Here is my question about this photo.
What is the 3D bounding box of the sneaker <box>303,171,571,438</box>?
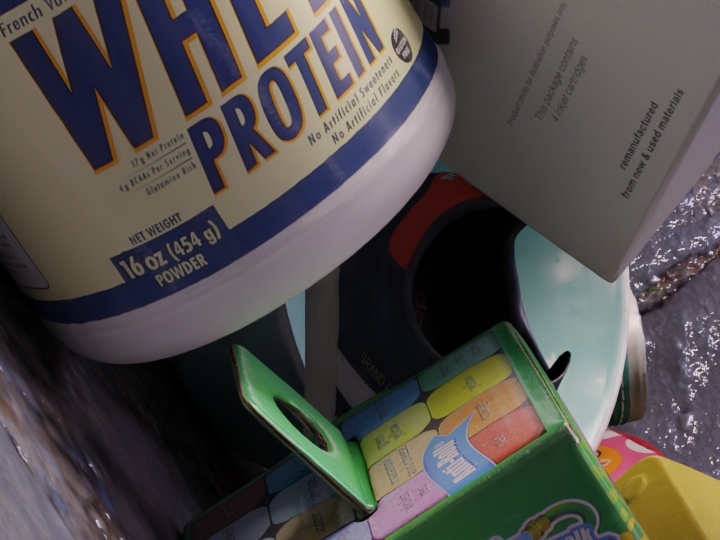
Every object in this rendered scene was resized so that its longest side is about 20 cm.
[{"bbox_3d":[0.029,0.065,0.871,0.075,0.084,0.202,3,81,-47],"label":"sneaker"}]

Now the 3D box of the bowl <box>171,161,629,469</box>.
[{"bbox_3d":[0.000,0.000,0.992,0.200,0.105,0.203,10,76,-46],"label":"bowl"}]

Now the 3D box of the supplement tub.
[{"bbox_3d":[-0.078,-0.091,0.767,0.201,0.144,0.145,56,4,-20],"label":"supplement tub"}]

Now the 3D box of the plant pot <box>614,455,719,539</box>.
[{"bbox_3d":[0.128,0.189,0.968,0.176,0.200,0.200,45,9,-22],"label":"plant pot"}]

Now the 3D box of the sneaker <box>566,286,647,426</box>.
[{"bbox_3d":[0.054,0.021,1.118,0.200,0.079,0.072,-140,-138,-66],"label":"sneaker"}]

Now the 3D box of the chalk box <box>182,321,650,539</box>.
[{"bbox_3d":[0.029,0.102,0.771,0.201,0.123,0.124,57,4,-15],"label":"chalk box"}]

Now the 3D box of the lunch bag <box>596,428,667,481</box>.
[{"bbox_3d":[0.131,0.180,1.297,0.176,0.081,0.202,-157,-130,-70],"label":"lunch bag"}]

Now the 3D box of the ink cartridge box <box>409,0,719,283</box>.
[{"bbox_3d":[0.055,-0.133,0.849,0.199,0.147,0.145,36,-36,10],"label":"ink cartridge box"}]
